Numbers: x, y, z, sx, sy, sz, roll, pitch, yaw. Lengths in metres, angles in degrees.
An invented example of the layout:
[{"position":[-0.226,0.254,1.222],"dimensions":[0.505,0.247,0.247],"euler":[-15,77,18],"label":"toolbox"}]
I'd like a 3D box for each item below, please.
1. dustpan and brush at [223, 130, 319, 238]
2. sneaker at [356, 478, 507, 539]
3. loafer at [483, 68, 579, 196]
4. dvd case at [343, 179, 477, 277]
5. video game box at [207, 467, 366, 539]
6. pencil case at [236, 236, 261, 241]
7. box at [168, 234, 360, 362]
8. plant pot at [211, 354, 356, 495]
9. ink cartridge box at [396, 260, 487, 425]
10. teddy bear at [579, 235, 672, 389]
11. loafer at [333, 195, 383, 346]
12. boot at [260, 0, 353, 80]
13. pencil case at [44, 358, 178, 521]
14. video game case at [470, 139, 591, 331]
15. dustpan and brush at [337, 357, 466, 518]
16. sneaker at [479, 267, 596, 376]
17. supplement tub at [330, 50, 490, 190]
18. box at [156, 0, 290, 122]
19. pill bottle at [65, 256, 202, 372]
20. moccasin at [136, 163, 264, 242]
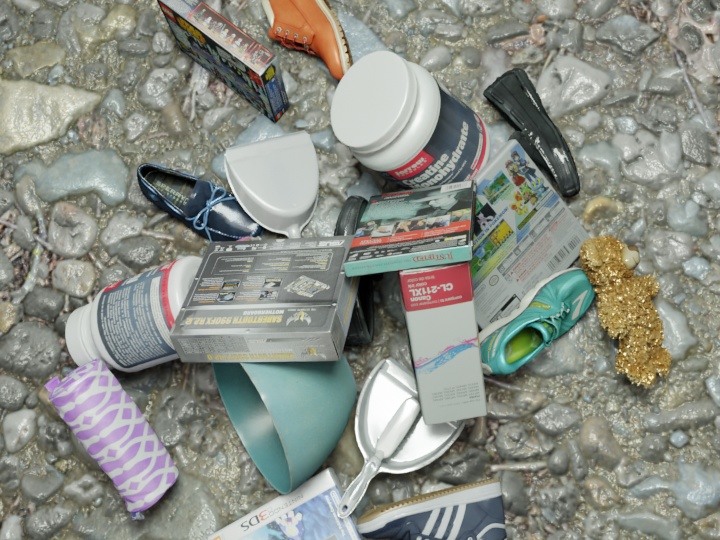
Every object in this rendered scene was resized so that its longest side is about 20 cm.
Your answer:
[{"position":[-0.101,-0.083,1.093],"dimensions":[0.137,0.057,0.203],"euler":[-17,75,-25],"label":"dustpan and brush"},{"position":[0.096,0.327,0.947],"dimensions":[0.196,0.070,0.111],"euler":[-7,77,-22],"label":"sneaker"},{"position":[0.239,-0.184,1.085],"dimensions":[0.069,0.068,0.204],"euler":[-29,73,11],"label":"loafer"},{"position":[0.066,-0.054,0.924],"dimensions":[0.143,0.201,0.022],"euler":[-8,116,14],"label":"dvd case"},{"position":[-0.072,0.383,0.981],"dimensions":[0.180,0.047,0.203],"euler":[-29,75,-1],"label":"video game box"},{"position":[-0.097,0.018,1.024],"dimensions":[0.197,0.088,0.082],"euler":[19,35,31],"label":"pencil case"},{"position":[-0.105,0.032,0.914],"dimensions":[0.195,0.049,0.160],"euler":[-3,43,15],"label":"box"},{"position":[-0.082,0.154,0.977],"dimensions":[0.133,0.201,0.202],"euler":[-25,74,-25],"label":"plant pot"},{"position":[0.093,0.060,0.943],"dimensions":[0.081,0.146,0.204],"euler":[-10,113,1],"label":"ink cartridge box"},{"position":[0.346,0.048,0.994],"dimensions":[0.142,0.066,0.205],"euler":[3,73,-35],"label":"teddy bear"},{"position":[0.000,0.000,1.053],"dimensions":[0.069,0.068,0.206],"euler":[0,81,27],"label":"loafer"},{"position":[-0.077,-0.346,1.154],"dimensions":[0.106,0.075,0.203],"euler":[-26,67,1],"label":"boot"},{"position":[-0.312,0.211,0.991],"dimensions":[0.084,0.084,0.203],"euler":[-19,106,39],"label":"pencil case"},{"position":[0.190,-0.036,1.036],"dimensions":[0.200,0.022,0.183],"euler":[-45,106,-7],"label":"video game case"},{"position":[0.032,0.226,0.995],"dimensions":[0.138,0.057,0.202],"euler":[33,80,12],"label":"dustpan and brush"},{"position":[0.236,0.072,1.005],"dimensions":[0.199,0.079,0.078],"euler":[-38,100,-14],"label":"sneaker"},{"position":[0.068,-0.181,1.016],"dimensions":[0.138,0.198,0.144],"euler":[-14,66,36],"label":"supplement tub"},{"position":[-0.193,-0.310,1.115],"dimensions":[0.199,0.137,0.040],"euler":[38,78,13],"label":"box"},{"position":[-0.281,0.066,1.019],"dimensions":[0.196,0.119,0.122],"euler":[-17,74,20],"label":"pill bottle"},{"position":[-0.232,-0.091,1.098],"dimensions":[0.196,0.068,0.082],"euler":[20,78,7],"label":"moccasin"}]
